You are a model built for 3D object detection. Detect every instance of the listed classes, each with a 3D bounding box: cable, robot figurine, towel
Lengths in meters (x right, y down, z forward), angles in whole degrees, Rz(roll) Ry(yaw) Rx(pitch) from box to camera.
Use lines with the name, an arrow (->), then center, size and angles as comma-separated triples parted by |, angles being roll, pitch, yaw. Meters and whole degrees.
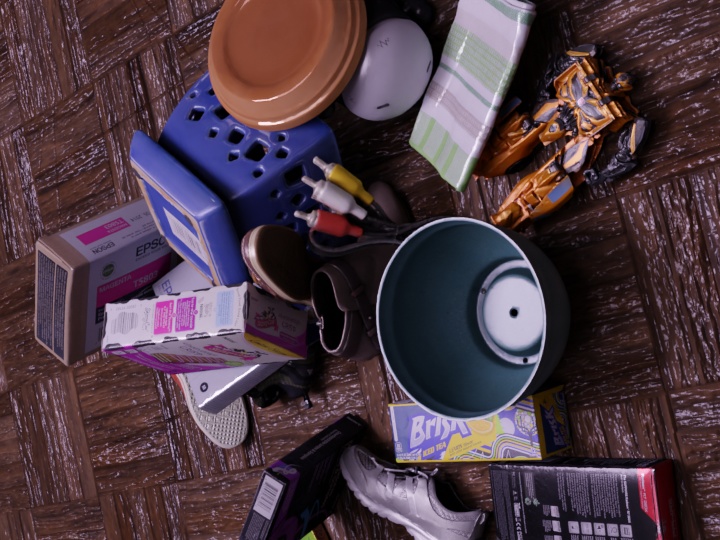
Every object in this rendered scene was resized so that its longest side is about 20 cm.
cable -> 0.023, -0.045, 1.262 | 0.050, 0.199, 0.098 | 126, 163, -74
robot figurine -> 0.196, -0.132, 1.180 | 0.200, 0.058, 0.145 | -44, 66, 37
robot figurine -> -0.008, -0.253, 1.311 | 0.200, 0.124, 0.151 | 43, 124, 30
towel -> 0.110, -0.200, 1.223 | 0.201, 0.031, 0.149 | -69, 24, 19

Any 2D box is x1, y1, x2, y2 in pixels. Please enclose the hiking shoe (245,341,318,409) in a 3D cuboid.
hiking shoe -> -0.141, 0.125, 1.501 | 0.199, 0.076, 0.101 | 5, 94, 41

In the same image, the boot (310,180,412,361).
boot -> 0.000, 0.000, 1.312 | 0.070, 0.146, 0.201 | -14, 86, 38

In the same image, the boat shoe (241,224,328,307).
boat shoe -> -0.091, 0.001, 1.276 | 0.072, 0.200, 0.073 | -1, 78, 21

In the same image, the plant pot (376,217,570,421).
plant pot -> 0.134, 0.046, 1.203 | 0.200, 0.134, 0.201 | 2, 93, 38

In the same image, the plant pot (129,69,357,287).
plant pot -> -0.141, -0.094, 1.355 | 0.200, 0.180, 0.200 | 40, 156, 33

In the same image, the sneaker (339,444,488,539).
sneaker -> 0.065, 0.253, 1.344 | 0.200, 0.075, 0.082 | 33, 106, 24

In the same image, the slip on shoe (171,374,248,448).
slip on shoe -> -0.214, 0.153, 1.587 | 0.200, 0.074, 0.061 | 54, 165, 14

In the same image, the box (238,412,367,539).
box -> -0.070, 0.262, 1.371 | 0.036, 0.200, 0.144 | 29, 115, 18

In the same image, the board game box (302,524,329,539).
board game box -> -0.065, 0.384, 1.494 | 0.096, 0.030, 0.201 | -43, 64, 37

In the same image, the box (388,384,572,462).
box -> 0.127, 0.169, 1.274 | 0.199, 0.064, 0.070 | -10, 88, 43

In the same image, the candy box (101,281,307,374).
candy box -> -0.178, 0.071, 1.355 | 0.199, 0.136, 0.061 | -10, 69, 27

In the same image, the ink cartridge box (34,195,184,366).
ink cartridge box -> -0.317, 0.007, 1.507 | 0.075, 0.200, 0.165 | 35, 133, 26

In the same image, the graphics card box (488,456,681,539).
graphics card box -> 0.229, 0.256, 1.200 | 0.199, 0.051, 0.126 | -8, 90, 41

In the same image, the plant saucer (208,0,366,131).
plant saucer -> -0.087, -0.251, 1.260 | 0.199, 0.037, 0.201 | -8, 74, 29

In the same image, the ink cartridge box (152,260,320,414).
ink cartridge box -> -0.149, 0.043, 1.455 | 0.200, 0.041, 0.200 | -36, 58, 14
